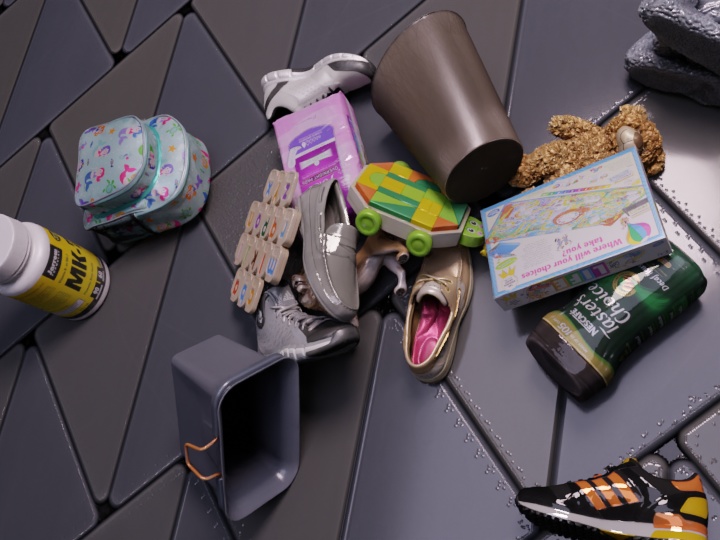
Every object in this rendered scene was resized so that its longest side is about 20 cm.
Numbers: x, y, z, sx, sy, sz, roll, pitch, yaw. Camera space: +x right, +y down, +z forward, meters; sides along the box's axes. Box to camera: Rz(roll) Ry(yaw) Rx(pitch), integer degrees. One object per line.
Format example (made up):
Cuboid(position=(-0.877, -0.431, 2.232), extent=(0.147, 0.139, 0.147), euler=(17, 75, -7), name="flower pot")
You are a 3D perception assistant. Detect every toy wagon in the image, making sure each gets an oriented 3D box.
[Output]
Cuboid(position=(0.084, -0.077, 0.930), extent=(0.197, 0.040, 0.156), euler=(23, 38, 7), name="toy wagon")

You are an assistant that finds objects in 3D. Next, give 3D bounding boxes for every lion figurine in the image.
Cuboid(position=(0.000, 0.000, 0.961), extent=(0.199, 0.073, 0.123), euler=(-34, 40, 12), name="lion figurine")

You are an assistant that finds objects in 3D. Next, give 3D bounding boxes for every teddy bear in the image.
Cuboid(position=(0.280, -0.135, 0.908), extent=(0.197, 0.067, 0.148), euler=(-4, 72, 22), name="teddy bear")

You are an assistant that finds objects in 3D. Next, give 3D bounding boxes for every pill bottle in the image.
Cuboid(position=(-0.489, -0.004, 1.101), extent=(0.112, 0.200, 0.116), euler=(-7, 69, 19), name="pill bottle")

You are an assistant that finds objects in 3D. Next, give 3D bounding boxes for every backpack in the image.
Cuboid(position=(-0.339, -0.150, 1.128), extent=(0.197, 0.151, 0.181), euler=(-10, 67, 13), name="backpack")

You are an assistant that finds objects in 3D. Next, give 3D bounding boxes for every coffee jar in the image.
Cuboid(position=(0.289, 0.051, 0.828), extent=(0.200, 0.085, 0.104), euler=(-45, 61, 3), name="coffee jar")

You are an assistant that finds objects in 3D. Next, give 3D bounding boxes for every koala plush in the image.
Cuboid(position=(0.445, -0.320, 0.858), extent=(0.182, 0.177, 0.202), euler=(28, 83, 16), name="koala plush")

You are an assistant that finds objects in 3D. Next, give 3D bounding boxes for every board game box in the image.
Cuboid(position=(0.243, -0.047, 0.842), extent=(0.198, 0.034, 0.136), euler=(-22, 49, 26), name="board game box")

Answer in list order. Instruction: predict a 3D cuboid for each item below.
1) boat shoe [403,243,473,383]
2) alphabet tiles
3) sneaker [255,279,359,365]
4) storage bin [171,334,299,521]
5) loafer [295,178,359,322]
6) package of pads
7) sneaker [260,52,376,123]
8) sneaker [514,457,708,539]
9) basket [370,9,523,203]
Cuboid(position=(0.098, 0.039, 0.919), extent=(0.073, 0.069, 0.203), euler=(3, 73, 23), name="boat shoe")
Cuboid(position=(-0.133, -0.043, 1.001), extent=(0.199, 0.014, 0.199), euler=(19, 90, 64), name="alphabet tiles")
Cuboid(position=(-0.084, 0.062, 0.935), extent=(0.199, 0.074, 0.118), euler=(-22, 76, 45), name="sneaker")
Cuboid(position=(-0.172, 0.189, 0.909), extent=(0.133, 0.145, 0.203), euler=(22, 123, 37), name="storage bin")
Cuboid(position=(-0.034, -0.031, 0.903), extent=(0.069, 0.069, 0.202), euler=(-36, 54, 28), name="loafer")
Cuboid(position=(-0.050, -0.147, 1.043), extent=(0.119, 0.076, 0.203), euler=(-22, 65, 17), name="package of pads")
Cuboid(position=(-0.063, -0.271, 1.100), extent=(0.197, 0.073, 0.081), euler=(-9, 71, 28), name="sneaker")
Cuboid(position=(0.271, 0.246, 0.784), extent=(0.197, 0.070, 0.091), euler=(4, 58, 23), name="sneaker")
Cuboid(position=(0.116, -0.199, 0.941), extent=(0.181, 0.134, 0.202), euler=(-57, 47, 43), name="basket")
